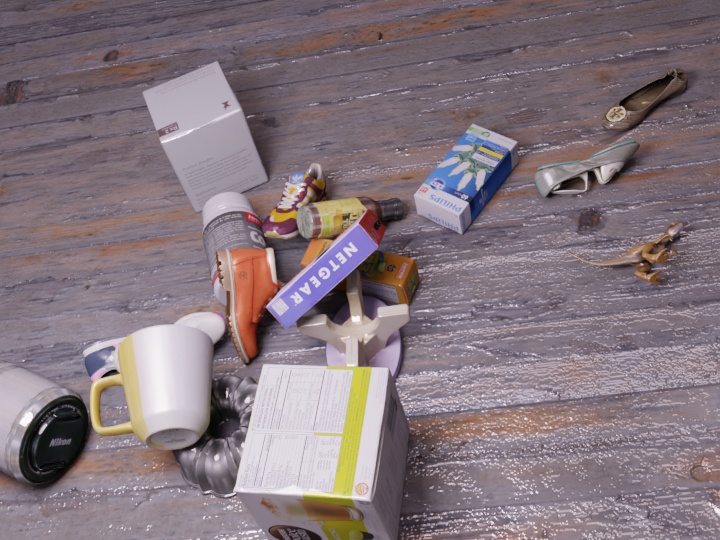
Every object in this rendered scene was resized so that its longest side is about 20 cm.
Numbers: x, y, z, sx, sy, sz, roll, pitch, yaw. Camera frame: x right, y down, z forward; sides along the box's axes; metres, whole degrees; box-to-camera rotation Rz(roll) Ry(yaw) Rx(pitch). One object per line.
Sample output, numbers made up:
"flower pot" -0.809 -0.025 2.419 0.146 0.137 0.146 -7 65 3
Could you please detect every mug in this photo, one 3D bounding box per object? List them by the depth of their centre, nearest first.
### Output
"mug" -0.304 0.195 1.423 0.186 0.149 0.154 -35 52 32

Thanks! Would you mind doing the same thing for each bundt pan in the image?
"bundt pan" -0.212 0.252 1.476 0.200 0.076 0.203 -6 53 8

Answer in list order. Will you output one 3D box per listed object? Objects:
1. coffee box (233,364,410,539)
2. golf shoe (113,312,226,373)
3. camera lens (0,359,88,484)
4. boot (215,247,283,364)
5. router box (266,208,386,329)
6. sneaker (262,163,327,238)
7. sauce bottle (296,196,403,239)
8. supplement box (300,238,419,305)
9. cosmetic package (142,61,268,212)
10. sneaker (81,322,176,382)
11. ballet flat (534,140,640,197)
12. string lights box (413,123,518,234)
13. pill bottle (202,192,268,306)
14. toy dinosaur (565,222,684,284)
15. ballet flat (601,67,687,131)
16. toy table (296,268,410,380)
"coffee box" -0.047 0.272 1.341 0.196 0.200 0.201 0 54 14
"golf shoe" -0.312 0.132 1.552 0.199 0.076 0.091 -25 18 -14
"camera lens" -0.558 0.243 1.509 0.198 0.161 0.161 19 59 25
"boot" -0.178 0.058 1.563 0.106 0.202 0.075 -9 18 -16
"router box" -0.050 -0.007 1.503 0.200 0.180 0.049 -42 94 11
"sneaker" -0.123 -0.129 1.697 0.074 0.091 0.200 8 29 20
"sauce bottle" -0.015 -0.100 1.668 0.198 0.065 0.065 -12 47 -28
"supplement box" 0.000 0.000 1.626 0.198 0.069 0.067 13 58 20
"cosmetic package" -0.300 -0.259 1.809 0.164 0.201 0.166 -24 51 -6
"sneaker" -0.377 0.148 1.614 0.198 0.070 0.083 -16 77 -3
"ballet flat" 0.414 -0.177 1.677 0.198 0.067 0.064 -16 78 2
"string lights box" 0.197 -0.170 1.714 0.102 0.059 0.200 26 63 27
"pill bottle" -0.223 -0.040 1.678 0.113 0.114 0.201 -18 51 -1
"toy dinosaur" 0.460 -0.020 1.551 0.198 0.061 0.106 -19 27 -8
"ballet flat" 0.541 -0.328 1.763 0.199 0.047 0.067 -30 52 -10
"toy table" -0.004 0.102 1.516 0.182 0.118 0.201 -16 52 1
